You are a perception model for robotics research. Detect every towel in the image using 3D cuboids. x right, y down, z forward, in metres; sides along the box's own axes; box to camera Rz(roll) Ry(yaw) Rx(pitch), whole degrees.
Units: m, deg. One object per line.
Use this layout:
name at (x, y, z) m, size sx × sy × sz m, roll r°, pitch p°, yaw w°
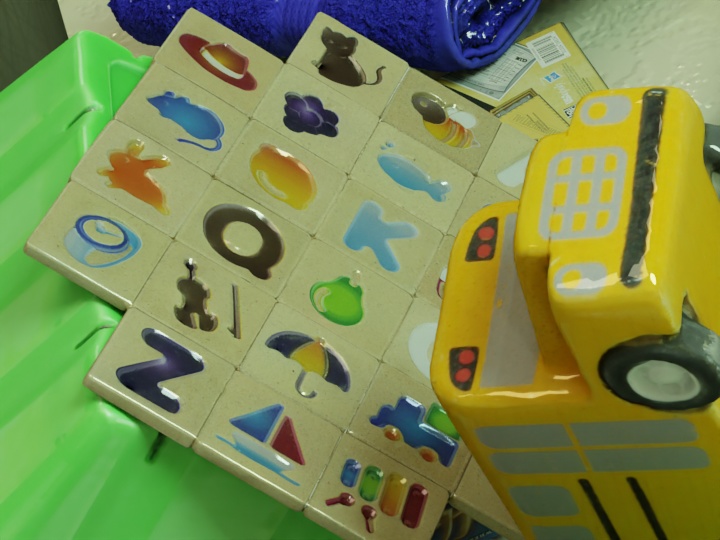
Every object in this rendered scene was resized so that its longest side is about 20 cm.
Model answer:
towel at (0.012, -0.131, 1.121) m, size 0.200 × 0.050 × 0.148 m, roll 7°, pitch 38°, yaw 48°

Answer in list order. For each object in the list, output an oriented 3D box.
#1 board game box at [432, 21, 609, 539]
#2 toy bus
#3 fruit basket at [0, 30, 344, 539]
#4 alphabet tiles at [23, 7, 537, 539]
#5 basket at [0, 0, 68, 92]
board game box at (0.041, 0.003, 0.971) m, size 0.135 × 0.035 × 0.200 m, roll -24°, pitch 35°, yaw -2°
toy bus at (0.075, 0.037, 0.755) m, size 0.078 × 0.200 × 0.065 m, roll -3°, pitch 55°, yaw 23°
fruit basket at (-0.095, 0.056, 0.896) m, size 0.216 × 0.155 × 0.216 m, roll -43°, pitch 37°, yaw 44°
alphabet tiles at (0.000, 0.000, 0.852) m, size 0.166 × 0.006 × 0.200 m, roll 30°, pitch 38°, yaw -2°
basket at (-0.164, -0.045, 1.000) m, size 0.180 × 0.200 × 0.136 m, roll -26°, pitch 31°, yaw -3°
